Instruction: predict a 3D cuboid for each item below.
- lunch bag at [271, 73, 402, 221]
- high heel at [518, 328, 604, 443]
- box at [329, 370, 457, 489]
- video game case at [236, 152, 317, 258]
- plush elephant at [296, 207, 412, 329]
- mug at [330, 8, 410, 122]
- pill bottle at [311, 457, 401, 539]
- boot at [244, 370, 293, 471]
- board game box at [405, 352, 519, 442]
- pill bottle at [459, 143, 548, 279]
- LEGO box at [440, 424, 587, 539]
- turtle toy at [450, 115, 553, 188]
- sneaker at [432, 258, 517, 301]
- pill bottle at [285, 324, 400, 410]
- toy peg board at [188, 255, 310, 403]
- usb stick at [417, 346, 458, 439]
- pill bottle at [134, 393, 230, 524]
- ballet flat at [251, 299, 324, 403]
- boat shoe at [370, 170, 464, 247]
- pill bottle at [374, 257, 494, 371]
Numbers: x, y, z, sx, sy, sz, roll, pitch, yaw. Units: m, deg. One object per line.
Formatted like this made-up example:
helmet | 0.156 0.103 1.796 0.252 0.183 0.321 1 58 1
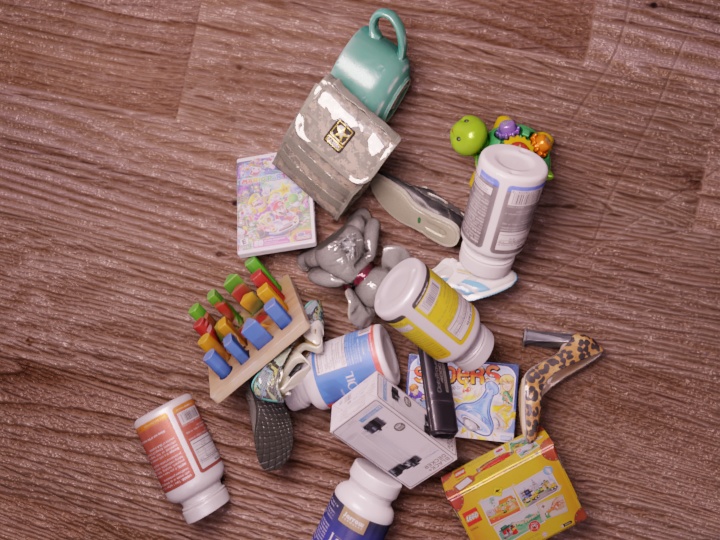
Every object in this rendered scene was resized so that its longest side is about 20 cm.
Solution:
lunch bag | -0.038 -0.210 1.089 0.163 0.200 0.118 40 52 -2
high heel | 0.343 0.199 1.096 0.139 0.072 0.204 6 66 10
box | 0.057 0.272 1.082 0.116 0.061 0.199 -39 115 23
video game case | -0.154 -0.125 1.162 0.140 0.018 0.204 -9 63 5
plush elephant | 0.000 0.000 1.118 0.164 0.200 0.156 -38 103 -5
mug | 0.022 -0.332 1.113 0.113 0.185 0.153 34 72 2
pill bottle | -0.011 0.440 1.112 0.114 0.116 0.203 25 89 5
boot | -0.171 0.236 1.136 0.066 0.130 0.205 -9 94 -19
board game box | 0.178 0.225 1.147 0.195 0.034 0.139 4 88 5
pill bottle | 0.230 -0.093 1.067 0.111 0.115 0.203 14 128 5
LEGO box | 0.259 0.384 1.093 0.197 0.077 0.151 -28 101 3
turtle toy | 0.248 -0.204 1.128 0.197 0.101 0.148 24 89 5
sneaker | 0.178 0.016 1.137 0.195 0.077 0.083 -9 84 2
pill bottle | -0.038 0.177 1.125 0.196 0.112 0.114 -21 86 13
toy peg board | -0.204 0.083 1.093 0.199 0.200 0.098 -40 115 2
usb stick | 0.128 0.184 1.096 0.054 0.033 0.204 8 59 -24
pill bottle | -0.312 0.334 1.145 0.111 0.112 0.203 -27 85 3
ballet flat | -0.099 0.138 1.069 0.073 0.075 0.202 30 63 5
boat shoe | 0.105 -0.120 1.164 0.198 0.072 0.068 34 53 12
pill bottle | 0.126 0.080 1.053 0.199 0.111 0.112 39 90 -23
